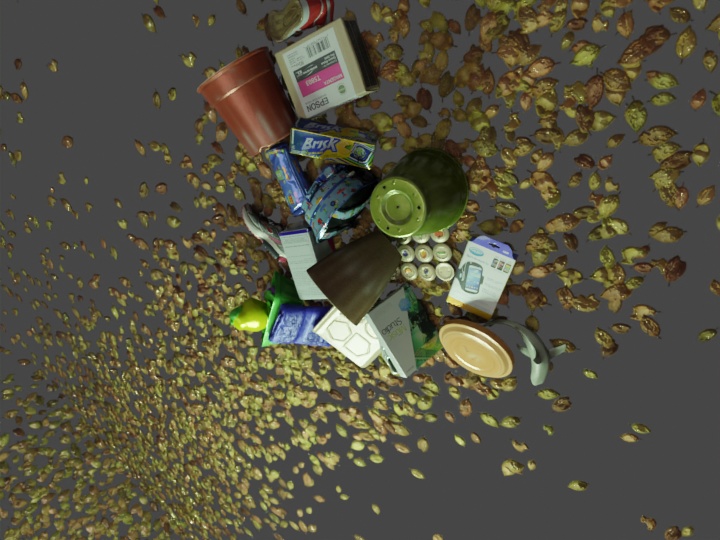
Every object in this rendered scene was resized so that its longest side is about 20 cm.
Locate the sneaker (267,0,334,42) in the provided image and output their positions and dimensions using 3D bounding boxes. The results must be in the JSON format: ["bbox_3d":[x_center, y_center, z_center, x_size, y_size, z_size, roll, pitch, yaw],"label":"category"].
[{"bbox_3d":[-0.132,-0.577,1.152,0.200,0.112,0.072,17,128,57],"label":"sneaker"}]

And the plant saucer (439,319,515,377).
[{"bbox_3d":[0.284,0.201,1.259,0.199,0.032,0.201,28,149,19],"label":"plant saucer"}]

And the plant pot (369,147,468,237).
[{"bbox_3d":[0.118,-0.158,1.119,0.199,0.193,0.202,10,113,25],"label":"plant pot"}]

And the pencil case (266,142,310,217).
[{"bbox_3d":[-0.174,-0.237,1.321,0.087,0.078,0.201,3,119,60],"label":"pencil case"}]

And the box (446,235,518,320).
[{"bbox_3d":[0.293,0.010,1.210,0.118,0.041,0.201,25,120,17],"label":"box"}]

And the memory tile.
[{"bbox_3d":[0.138,-0.045,1.282,0.199,0.017,0.154,0,113,29],"label":"memory tile"}]

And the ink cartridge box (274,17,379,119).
[{"bbox_3d":[-0.079,-0.459,1.165,0.199,0.075,0.166,-13,105,33],"label":"ink cartridge box"}]

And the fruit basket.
[{"bbox_3d":[-0.280,0.117,1.476,0.214,0.156,0.217,-4,127,-6],"label":"fruit basket"}]

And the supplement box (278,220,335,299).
[{"bbox_3d":[-0.130,-0.031,1.384,0.103,0.101,0.201,-5,110,31],"label":"supplement box"}]

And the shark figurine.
[{"bbox_3d":[0.398,0.183,1.206,0.215,0.090,0.128,49,125,-2],"label":"shark figurine"}]

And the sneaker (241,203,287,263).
[{"bbox_3d":[-0.259,-0.116,1.439,0.075,0.081,0.200,-43,89,8],"label":"sneaker"}]

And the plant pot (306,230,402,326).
[{"bbox_3d":[0.000,0.000,1.253,0.200,0.187,0.187,-43,89,1],"label":"plant pot"}]

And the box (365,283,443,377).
[{"bbox_3d":[0.116,0.156,1.318,0.201,0.144,0.036,58,159,-9],"label":"box"}]

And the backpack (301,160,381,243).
[{"bbox_3d":[-0.064,-0.166,1.221,0.134,0.200,0.183,42,127,4],"label":"backpack"}]

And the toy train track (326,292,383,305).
[{"bbox_3d":[-0.015,0.064,1.408,0.199,0.033,0.115,-15,127,40],"label":"toy train track"}]

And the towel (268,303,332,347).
[{"bbox_3d":[-0.151,0.162,1.445,0.148,0.199,0.050,-63,34,35],"label":"towel"}]

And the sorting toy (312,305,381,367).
[{"bbox_3d":[-0.007,0.162,1.414,0.200,0.037,0.185,36,116,-12],"label":"sorting toy"}]

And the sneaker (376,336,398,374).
[{"bbox_3d":[0.080,0.189,1.349,0.074,0.087,0.201,-16,113,16],"label":"sneaker"}]

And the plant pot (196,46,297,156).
[{"bbox_3d":[-0.257,-0.400,1.233,0.200,0.201,0.196,-19,112,34],"label":"plant pot"}]

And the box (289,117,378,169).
[{"bbox_3d":[-0.063,-0.301,1.192,0.198,0.070,0.065,11,129,1],"label":"box"}]
